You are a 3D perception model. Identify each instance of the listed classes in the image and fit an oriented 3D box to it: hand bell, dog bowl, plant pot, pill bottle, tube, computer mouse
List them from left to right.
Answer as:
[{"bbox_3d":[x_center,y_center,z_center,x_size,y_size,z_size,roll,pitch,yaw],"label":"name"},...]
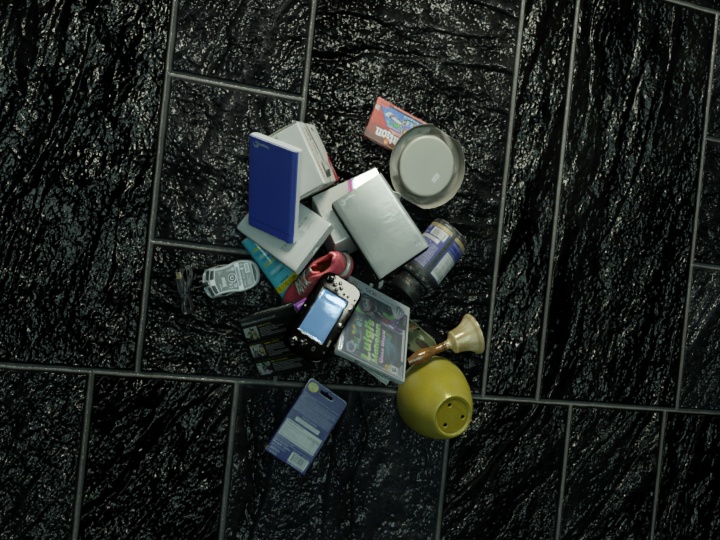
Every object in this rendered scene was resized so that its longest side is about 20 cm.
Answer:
[{"bbox_3d":[-0.330,0.028,1.347,0.193,0.044,0.114,-12,90,-8],"label":"computer mouse"},{"bbox_3d":[-0.204,-0.006,1.378,0.077,0.050,0.202,-39,105,-3],"label":"tube"},{"bbox_3d":[0.161,-0.261,1.438,0.192,0.059,0.208,-2,104,-8],"label":"dog bowl"},{"bbox_3d":[0.168,-0.019,1.436,0.112,0.112,0.201,43,82,-11],"label":"pill bottle"},{"bbox_3d":[0.204,0.195,1.452,0.194,0.104,0.107,-20,96,-15],"label":"hand bell"},{"bbox_3d":[0.201,0.333,1.426,0.193,0.142,0.208,-2,99,-15],"label":"plant pot"}]

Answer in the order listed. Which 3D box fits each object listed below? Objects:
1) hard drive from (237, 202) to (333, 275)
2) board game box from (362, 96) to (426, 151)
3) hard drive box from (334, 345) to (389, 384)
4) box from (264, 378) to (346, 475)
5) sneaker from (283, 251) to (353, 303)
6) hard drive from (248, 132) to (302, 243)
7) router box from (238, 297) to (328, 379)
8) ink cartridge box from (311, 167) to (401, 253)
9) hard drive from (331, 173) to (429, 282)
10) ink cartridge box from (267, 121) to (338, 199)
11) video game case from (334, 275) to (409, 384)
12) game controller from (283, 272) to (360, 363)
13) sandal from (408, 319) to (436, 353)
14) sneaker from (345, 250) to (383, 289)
[{"bbox_3d":[-0.171,-0.095,1.295,0.198,0.027,0.133,34,79,26],"label":"hard drive"},{"bbox_3d":[0.111,-0.345,1.461,0.195,0.019,0.106,24,87,-14],"label":"board game box"},{"bbox_3d":[-0.012,0.171,1.373,0.198,0.155,0.078,37,83,-13],"label":"hard drive box"},{"bbox_3d":[-0.132,0.378,1.409,0.120,0.032,0.203,35,84,-13],"label":"box"},{"bbox_3d":[-0.113,0.014,1.324,0.198,0.086,0.075,-37,63,14],"label":"sneaker"},{"bbox_3d":[-0.184,-0.173,1.222,0.025,0.129,0.206,-33,139,-49],"label":"hard drive"},{"bbox_3d":[-0.179,0.159,1.315,0.051,0.196,0.154,-28,100,-52],"label":"router box"},{"bbox_3d":[-0.005,-0.136,1.366,0.195,0.129,0.128,-26,77,-13],"label":"ink cartridge box"},{"bbox_3d":[0.043,-0.097,1.275,0.137,0.033,0.203,-31,79,-13],"label":"hard drive"},{"bbox_3d":[-0.125,-0.248,1.302,0.081,0.200,0.150,-24,98,10],"label":"ink cartridge box"},{"bbox_3d":[0.032,0.132,1.299,0.178,0.023,0.205,28,47,-21],"label":"video game case"},{"bbox_3d":[-0.079,0.099,1.227,0.102,0.043,0.203,24,62,16],"label":"game controller"},{"bbox_3d":[0.119,0.161,1.454,0.197,0.057,0.082,30,89,-16],"label":"sandal"},{"bbox_3d":[0.000,0.000,1.358,0.109,0.203,0.074,-26,58,-15],"label":"sneaker"}]
